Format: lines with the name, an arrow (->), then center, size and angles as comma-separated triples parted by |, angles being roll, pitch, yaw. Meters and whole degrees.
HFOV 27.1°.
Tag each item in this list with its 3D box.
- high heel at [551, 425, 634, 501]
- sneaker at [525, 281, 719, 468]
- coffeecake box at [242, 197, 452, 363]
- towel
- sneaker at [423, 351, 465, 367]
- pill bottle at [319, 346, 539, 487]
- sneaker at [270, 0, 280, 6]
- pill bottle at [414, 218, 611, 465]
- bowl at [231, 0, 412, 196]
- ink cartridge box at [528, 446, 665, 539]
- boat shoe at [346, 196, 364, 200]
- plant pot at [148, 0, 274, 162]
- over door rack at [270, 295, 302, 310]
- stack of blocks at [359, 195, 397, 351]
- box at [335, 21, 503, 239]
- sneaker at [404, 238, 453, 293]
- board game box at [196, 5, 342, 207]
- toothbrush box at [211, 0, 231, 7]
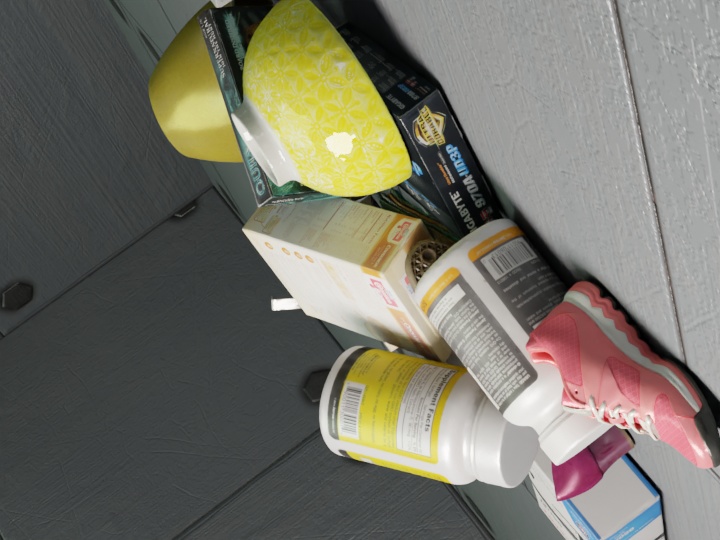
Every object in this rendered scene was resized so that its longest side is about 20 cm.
high heel -> 0.186, 0.145, 1.533 | 0.200, 0.096, 0.068 | 48, 171, 46
sneaker -> 0.208, 0.100, 1.194 | 0.200, 0.087, 0.074 | 49, 173, 39
coffeecake box -> 0.000, 0.000, 1.517 | 0.199, 0.073, 0.154 | 18, 154, 41
towel -> 0.113, 0.003, 1.471 | 0.199, 0.022, 0.147 | 32, 163, 28
sneaker -> 0.135, 0.120, 1.592 | 0.071, 0.073, 0.200 | 38, -171, 30
pill bottle -> 0.069, 0.146, 1.473 | 0.199, 0.115, 0.115 | 11, 149, 30
sneaker -> -0.040, -0.195, 1.556 | 0.080, 0.088, 0.202 | -2, -109, -54
pill bottle -> 0.147, 0.063, 1.313 | 0.200, 0.116, 0.116 | 53, 173, 14
bowl -> -0.052, -0.138, 1.351 | 0.201, 0.107, 0.200 | 54, 174, 9
ink cartridge box -> 0.255, 0.250, 1.624 | 0.145, 0.084, 0.200 | 51, 173, 30
boat shoe -> -0.026, -0.124, 1.835 | 0.200, 0.071, 0.077 | 152, 98, -82
plant pot -> -0.148, -0.198, 1.645 | 0.200, 0.141, 0.201 | 55, -159, -33
over door rack -> -0.058, -0.056, 1.676 | 0.200, 0.066, 0.149 | -66, -26, -68
stack of blocks -> 0.025, 0.000, 1.825 | 0.115, 0.058, 0.200 | 52, -167, -20
box -> 0.043, -0.129, 1.388 | 0.200, 0.046, 0.159 | 47, 170, 53
sneaker -> 0.113, 0.052, 1.429 | 0.200, 0.071, 0.076 | 41, 161, -6
board game box -> -0.072, -0.164, 1.461 | 0.028, 0.135, 0.201 | -31, 73, 48
toothbrush box -> -0.171, -0.380, 1.477 | 0.200, 0.085, 0.146 | 52, 173, 6
